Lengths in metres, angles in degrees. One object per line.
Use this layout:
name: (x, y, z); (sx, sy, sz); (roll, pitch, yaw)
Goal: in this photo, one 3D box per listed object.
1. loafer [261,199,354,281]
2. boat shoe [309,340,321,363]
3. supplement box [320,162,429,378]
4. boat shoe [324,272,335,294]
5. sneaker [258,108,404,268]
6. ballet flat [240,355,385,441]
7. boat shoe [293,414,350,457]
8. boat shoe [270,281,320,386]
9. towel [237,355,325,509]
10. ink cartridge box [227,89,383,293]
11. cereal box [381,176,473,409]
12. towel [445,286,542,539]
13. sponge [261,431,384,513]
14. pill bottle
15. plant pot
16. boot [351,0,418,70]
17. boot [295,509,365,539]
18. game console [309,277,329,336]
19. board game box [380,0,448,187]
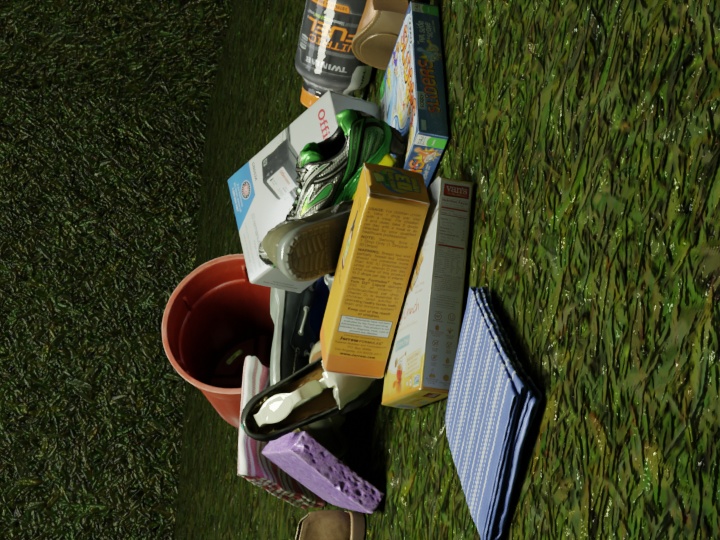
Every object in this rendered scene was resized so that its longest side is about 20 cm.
loafer: (-0.018, -0.041, 1.475); (0.069, 0.198, 0.076); (21, 114, 44)
boat shoe: (-0.012, 0.111, 1.618); (0.200, 0.075, 0.075); (122, 151, -65)
supplement box: (0.012, 0.002, 1.402); (0.067, 0.068, 0.202); (-99, 18, -58)
boat shoe: (0.000, 0.000, 1.564); (0.200, 0.071, 0.072); (-84, -14, -72)
sneaker: (-0.046, -0.088, 1.529); (0.201, 0.085, 0.078); (-51, 26, 15)
ballet flat: (-0.038, 0.124, 1.503); (0.068, 0.199, 0.068); (60, -169, 7)
boat shoe: (-0.055, 0.185, 1.680); (0.073, 0.063, 0.201); (52, 167, 13)
boat shoe: (-0.077, 0.078, 1.730); (0.076, 0.059, 0.202); (110, 162, -63)
towel: (-0.093, 0.200, 1.772); (0.200, 0.030, 0.148); (41, -136, -58)
ink cartridge box: (-0.053, -0.088, 1.673); (0.199, 0.083, 0.147); (-36, 56, 37)
cereal box: (0.063, 0.025, 1.393); (0.144, 0.039, 0.203); (139, 138, -73)
towel: (0.104, 0.115, 1.193); (0.200, 0.024, 0.147); (-105, 23, -66)
sponge: (-0.045, 0.222, 1.608); (0.030, 0.111, 0.200); (-54, 6, -14)
pill bottle: (-0.026, -0.307, 1.891); (0.106, 0.105, 0.202); (-107, 27, -64)
plant pot: (-0.150, 0.113, 1.969); (0.196, 0.198, 0.203); (76, -166, -61)
boot: (0.046, -0.336, 1.685); (0.200, 0.073, 0.156); (112, 172, -66)
boot: (-0.045, 0.364, 1.599); (0.074, 0.074, 0.203); (160, 116, -75)
game console: (-0.020, 0.066, 1.823); (0.170, 0.118, 0.202); (-27, 50, 37)
board game box: (0.056, -0.173, 1.575); (0.136, 0.034, 0.202); (111, 163, -48)
